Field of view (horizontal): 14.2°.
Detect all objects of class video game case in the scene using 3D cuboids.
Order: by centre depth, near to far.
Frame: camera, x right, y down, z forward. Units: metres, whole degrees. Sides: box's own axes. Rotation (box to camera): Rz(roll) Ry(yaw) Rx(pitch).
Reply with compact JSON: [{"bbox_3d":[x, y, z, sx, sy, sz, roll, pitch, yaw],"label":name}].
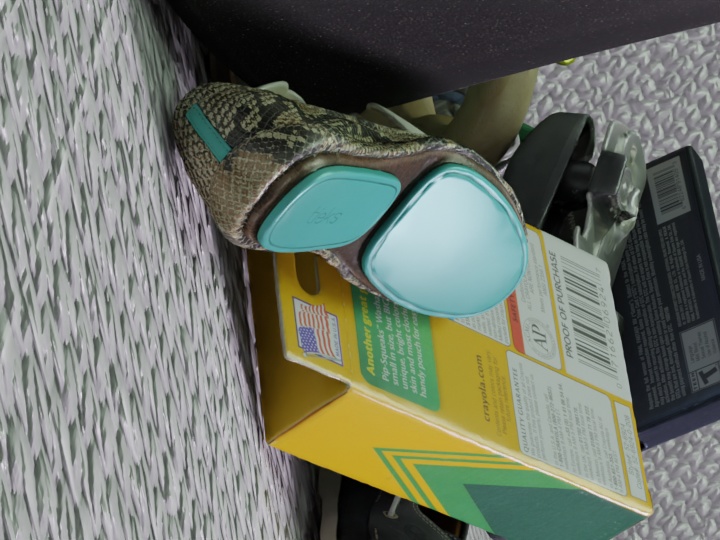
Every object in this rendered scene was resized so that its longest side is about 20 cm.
[{"bbox_3d":[0.075,0.038,1.318,0.019,0.199,0.143,45,28,-44],"label":"video game case"}]

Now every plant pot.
[{"bbox_3d":[0.010,-0.173,0.999,0.177,0.199,0.201,3,76,-64],"label":"plant pot"}]

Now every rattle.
[{"bbox_3d":[0.068,-0.064,1.369,0.142,0.130,0.201,0,103,-44],"label":"rattle"}]

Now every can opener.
[{"bbox_3d":[0.079,0.022,1.271,0.201,0.067,0.053,-69,152,-22],"label":"can opener"}]

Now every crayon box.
[{"bbox_3d":[0.022,0.025,1.137,0.200,0.052,0.126,25,44,-37],"label":"crayon box"}]

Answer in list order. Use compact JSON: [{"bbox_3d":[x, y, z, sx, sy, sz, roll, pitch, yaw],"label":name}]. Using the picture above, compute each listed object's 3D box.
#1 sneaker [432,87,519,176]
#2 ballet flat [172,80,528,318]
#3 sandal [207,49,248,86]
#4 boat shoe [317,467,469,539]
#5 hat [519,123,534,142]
[{"bbox_3d":[0.003,-0.122,1.438,0.200,0.074,0.087,59,1,-20],"label":"sneaker"},{"bbox_3d":[-0.004,-0.034,1.039,0.075,0.068,0.200,50,15,25],"label":"ballet flat"},{"bbox_3d":[-0.025,-0.080,1.189,0.200,0.054,0.082,69,11,-67],"label":"sandal"},{"bbox_3d":[0.017,0.129,1.193,0.200,0.067,0.072,-86,167,-68],"label":"boat shoe"},{"bbox_3d":[0.038,0.024,1.535,0.176,0.165,0.201,-47,124,-34],"label":"hat"}]
